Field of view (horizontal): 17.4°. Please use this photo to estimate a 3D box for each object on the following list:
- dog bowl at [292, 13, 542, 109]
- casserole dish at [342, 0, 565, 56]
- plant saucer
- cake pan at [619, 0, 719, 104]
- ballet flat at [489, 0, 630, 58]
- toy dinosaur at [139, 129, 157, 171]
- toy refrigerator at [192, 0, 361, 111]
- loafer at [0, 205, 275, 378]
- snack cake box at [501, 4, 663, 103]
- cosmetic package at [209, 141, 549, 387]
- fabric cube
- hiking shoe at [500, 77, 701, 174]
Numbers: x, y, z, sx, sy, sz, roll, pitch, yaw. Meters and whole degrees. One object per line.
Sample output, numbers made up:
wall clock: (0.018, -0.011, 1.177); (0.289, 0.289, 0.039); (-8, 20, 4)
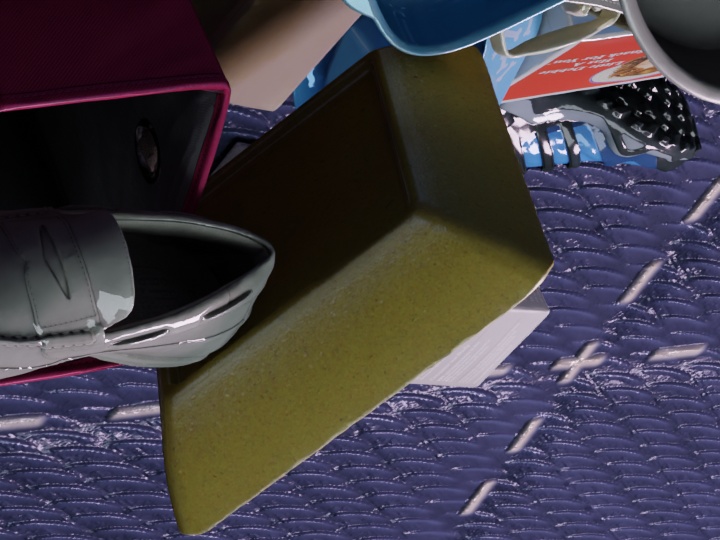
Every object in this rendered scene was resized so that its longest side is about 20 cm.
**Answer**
dog bowl: (0.030, -0.115, 1.187); (0.049, 0.112, 0.201); (-20, 152, -33)
casserole dish: (0.068, -0.171, 0.975); (0.199, 0.039, 0.122); (-27, 124, -11)
plant saucer: (-0.023, -0.009, 1.030); (0.199, 0.201, 0.048); (-37, 120, 15)
cake pan: (0.177, -0.169, 0.986); (0.199, 0.037, 0.202); (-15, 121, -27)
ballet flat: (0.053, -0.126, 1.055); (0.198, 0.067, 0.064); (-5, 107, -30)
toy dinosaur: (-0.135, -0.050, 1.161); (0.198, 0.102, 0.078); (-16, 122, -13)
toy refrigerator: (-0.020, -0.170, 1.090); (0.070, 0.076, 0.200); (9, 137, -43)
loafer: (-0.117, 0.002, 0.903); (0.199, 0.070, 0.070); (-3, 151, -48)
snack cake box: (0.158, -0.144, 1.221); (0.198, 0.068, 0.115); (-11, 173, -27)
cosmetic package: (0.000, 0.000, 1.344); (0.199, 0.107, 0.090); (5, 140, -38)
fabric cube: (-0.193, -0.080, 0.985); (0.198, 0.200, 0.197); (-8, 146, -26)
hiking shoe: (0.102, -0.090, 1.322); (0.199, 0.075, 0.087); (14, 142, -34)
